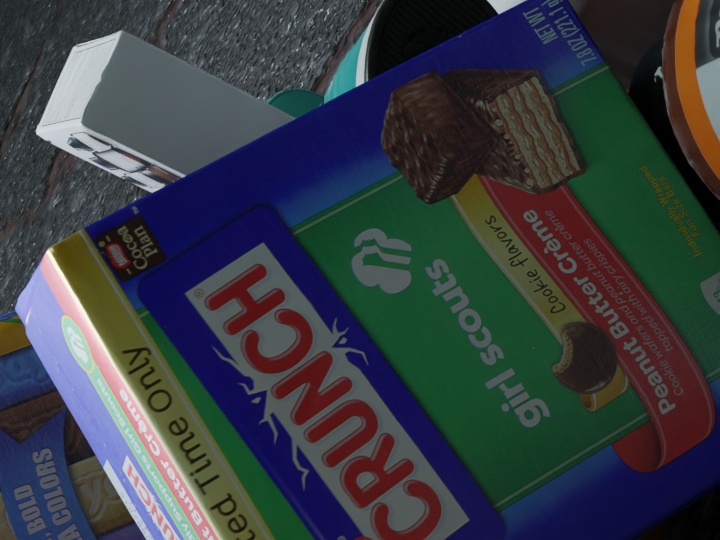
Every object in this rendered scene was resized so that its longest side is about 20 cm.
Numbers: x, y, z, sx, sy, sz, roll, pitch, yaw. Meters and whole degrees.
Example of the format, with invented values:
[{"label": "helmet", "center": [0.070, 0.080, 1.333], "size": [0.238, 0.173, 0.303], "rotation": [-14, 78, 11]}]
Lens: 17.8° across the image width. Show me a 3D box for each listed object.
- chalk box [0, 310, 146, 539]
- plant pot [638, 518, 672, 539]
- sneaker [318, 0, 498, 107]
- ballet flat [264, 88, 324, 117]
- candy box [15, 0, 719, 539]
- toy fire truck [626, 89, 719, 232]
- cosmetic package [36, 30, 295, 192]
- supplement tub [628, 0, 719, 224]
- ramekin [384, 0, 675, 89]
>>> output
[{"label": "chalk box", "center": [-0.159, 0.092, 0.877], "size": [0.124, 0.200, 0.124], "rotation": [-23, 86, 61]}, {"label": "plant pot", "center": [0.028, 0.031, 0.792], "size": [0.027, 0.199, 0.201], "rotation": [130, 159, -66]}, {"label": "sneaker", "center": [0.000, 0.000, 0.875], "size": [0.121, 0.083, 0.201], "rotation": [126, 159, -65]}, {"label": "ballet flat", "center": [-0.036, -0.025, 1.222], "size": [0.074, 0.074, 0.200], "rotation": [-55, 19, 25]}, {"label": "candy box", "center": [0.019, 0.028, 0.734], "size": [0.200, 0.169, 0.077], "rotation": [-29, -9, -21]}, {"label": "toy fire truck", "center": [0.121, -0.122, 0.830], "size": [0.200, 0.141, 0.049], "rotation": [-65, 20, -3]}, {"label": "cosmetic package", "center": [-0.043, -0.041, 1.054], "size": [0.051, 0.200, 0.083], "rotation": [-67, 20, -7]}, {"label": "supplement tub", "center": [0.165, -0.069, 0.711], "size": [0.200, 0.107, 0.107], "rotation": [-25, 43, 60]}, {"label": "ramekin", "center": [0.095, -0.132, 0.976], "size": [0.202, 0.094, 0.203], "rotation": [-50, 25, 34]}]
